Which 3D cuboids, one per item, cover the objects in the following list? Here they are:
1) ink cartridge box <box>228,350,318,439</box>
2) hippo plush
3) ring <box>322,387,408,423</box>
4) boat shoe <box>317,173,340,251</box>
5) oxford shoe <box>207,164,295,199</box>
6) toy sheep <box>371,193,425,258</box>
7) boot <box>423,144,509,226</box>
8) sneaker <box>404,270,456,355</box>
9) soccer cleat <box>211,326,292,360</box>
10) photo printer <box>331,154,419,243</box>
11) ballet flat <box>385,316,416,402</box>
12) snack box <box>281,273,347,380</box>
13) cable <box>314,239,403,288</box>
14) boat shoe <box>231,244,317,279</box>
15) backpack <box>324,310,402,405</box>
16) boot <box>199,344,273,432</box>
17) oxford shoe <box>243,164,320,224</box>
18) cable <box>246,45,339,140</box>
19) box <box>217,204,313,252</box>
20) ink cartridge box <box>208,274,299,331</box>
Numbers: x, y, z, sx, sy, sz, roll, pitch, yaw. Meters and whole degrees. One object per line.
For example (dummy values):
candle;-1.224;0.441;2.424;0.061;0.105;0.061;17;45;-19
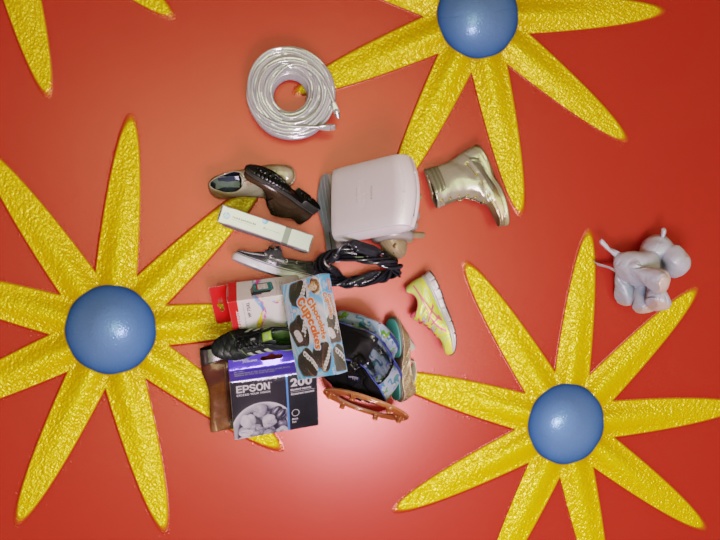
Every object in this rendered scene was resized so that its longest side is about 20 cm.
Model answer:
ink cartridge box;-0.192;0.267;1.400;0.196;0.043;0.202;-6;108;-15
hippo plush;0.688;-0.004;1.503;0.160;0.160;0.200;-33;53;-21
ring;0.010;0.302;1.387;0.199;0.200;0.019;22;69;-7
boat shoe;-0.051;-0.121;1.432;0.066;0.073;0.202;-6;93;-34
oxford shoe;-0.240;-0.195;1.393;0.198;0.074;0.072;-14;94;-6
toy sheep;0.074;-0.126;1.412;0.136;0.138;0.202;-5;80;-7
boot;0.247;-0.172;1.456;0.154;0.072;0.202;-25;90;-6
sneaker;0.164;0.108;1.463;0.090;0.078;0.202;-22;89;3
soccer cleat;-0.219;0.148;1.342;0.198;0.081;0.068;-6;72;-15
photo printer;0.033;-0.152;1.324;0.198;0.069;0.168;-7;76;32
ballet flat;0.098;0.204;1.467;0.065;0.070;0.202;-6;97;-34
snack box;-0.096;0.116;1.278;0.037;0.115;0.202;-4;81;-50
cable;0.000;0.000;1.393;0.198;0.163;0.051;14;54;-30
boat shoe;-0.187;-0.023;1.413;0.198;0.070;0.067;16;83;-8
backpack;0.001;0.193;1.379;0.147;0.182;0.201;-54;134;-27
boot;-0.260;0.260;1.418;0.186;0.068;0.202;-10;98;-15
oxford shoe;-0.184;-0.158;1.373;0.084;0.073;0.199;-43;127;16
cable;-0.154;-0.394;1.399;0.198;0.069;0.202;-10;93;-6
box;-0.204;-0.086;1.363;0.198;0.156;0.042;17;88;-7
ink cartridge box;-0.228;0.084;1.385;0.198;0.068;0.117;-8;129;-7
